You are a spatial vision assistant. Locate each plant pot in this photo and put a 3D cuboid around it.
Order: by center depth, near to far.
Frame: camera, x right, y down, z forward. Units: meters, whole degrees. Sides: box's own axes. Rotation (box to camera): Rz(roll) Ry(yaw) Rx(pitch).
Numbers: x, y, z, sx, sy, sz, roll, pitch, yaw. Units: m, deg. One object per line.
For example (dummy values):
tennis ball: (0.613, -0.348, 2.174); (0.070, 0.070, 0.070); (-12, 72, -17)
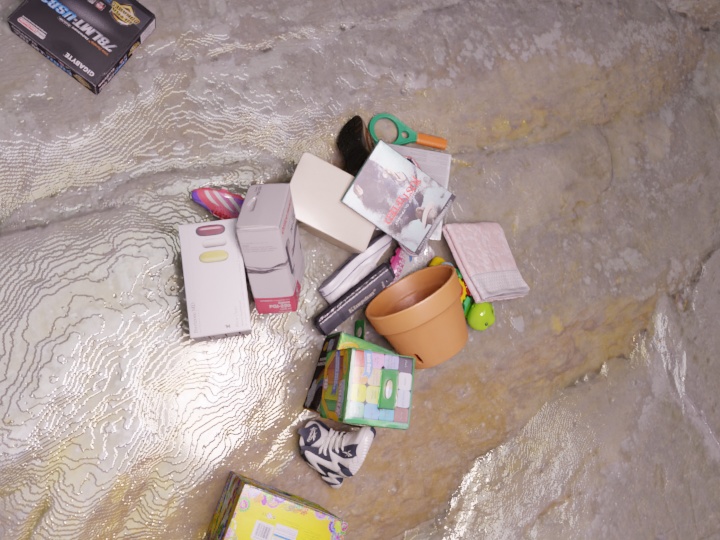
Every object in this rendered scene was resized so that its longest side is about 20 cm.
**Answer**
plant pot: (0.126, 0.099, 1.208); (0.198, 0.199, 0.142); (-34, 103, -22)

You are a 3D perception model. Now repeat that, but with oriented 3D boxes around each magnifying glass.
magnifying glass: (0.110, -0.314, 1.422); (0.195, 0.022, 0.082); (8, 77, -16)

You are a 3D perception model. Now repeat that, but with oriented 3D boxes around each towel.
towel: (0.286, -0.024, 1.369); (0.197, 0.032, 0.194); (-4, 65, -43)

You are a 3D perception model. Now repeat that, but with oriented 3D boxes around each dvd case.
dvd case: (0.078, -0.145, 1.227); (0.198, 0.022, 0.147); (34, 94, -16)

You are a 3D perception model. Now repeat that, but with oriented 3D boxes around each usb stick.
usb stick: (-0.011, 0.059, 1.254); (0.199, 0.033, 0.056); (-39, 135, -8)

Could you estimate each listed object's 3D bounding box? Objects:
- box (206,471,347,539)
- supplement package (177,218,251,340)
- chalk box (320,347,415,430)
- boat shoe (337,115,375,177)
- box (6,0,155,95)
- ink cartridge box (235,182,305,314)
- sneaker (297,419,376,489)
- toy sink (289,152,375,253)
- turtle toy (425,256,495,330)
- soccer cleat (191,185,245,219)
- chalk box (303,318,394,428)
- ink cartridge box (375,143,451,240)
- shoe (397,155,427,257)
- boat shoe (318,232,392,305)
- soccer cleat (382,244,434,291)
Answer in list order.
box: (-0.154, 0.462, 1.089); (0.197, 0.192, 0.124); (25, 72, -13)
supplement package: (-0.269, 0.023, 1.141); (0.108, 0.156, 0.205); (-8, 83, -11)
chalk box: (0.015, 0.206, 1.061); (0.121, 0.200, 0.127); (11, 76, -16)
boat shoe: (0.002, -0.251, 1.317); (0.074, 0.075, 0.203); (37, 33, -40)
box: (-0.544, -0.488, 1.203); (0.199, 0.050, 0.200); (36, 70, -9)
ink cartridge box: (-0.164, -0.042, 1.148); (0.083, 0.203, 0.147); (-4, 40, 7)
sneaker: (-0.057, 0.330, 1.160); (0.128, 0.200, 0.080); (33, 51, 1)
toy sink: (-0.066, -0.137, 1.266); (0.197, 0.112, 0.133); (24, 84, -17)
turtle toy: (0.207, 0.062, 1.341); (0.198, 0.101, 0.147); (34, 71, -11)
soccer cleat: (-0.248, -0.114, 1.233); (0.196, 0.067, 0.078); (15, 80, -19)
chalk box: (-0.017, 0.200, 1.224); (0.122, 0.125, 0.204); (23, 75, -14)
ink cartridge box: (0.112, -0.174, 1.361); (0.159, 0.057, 0.205); (9, 82, -1)
shoe: (0.104, -0.135, 1.282); (0.070, 0.091, 0.205); (-7, 78, -5)
boat shoe: (0.000, 0.000, 1.302); (0.199, 0.073, 0.066); (-41, 102, -10)
soccer cleat: (0.113, -0.024, 1.334); (0.085, 0.070, 0.203); (23, 71, 8)
